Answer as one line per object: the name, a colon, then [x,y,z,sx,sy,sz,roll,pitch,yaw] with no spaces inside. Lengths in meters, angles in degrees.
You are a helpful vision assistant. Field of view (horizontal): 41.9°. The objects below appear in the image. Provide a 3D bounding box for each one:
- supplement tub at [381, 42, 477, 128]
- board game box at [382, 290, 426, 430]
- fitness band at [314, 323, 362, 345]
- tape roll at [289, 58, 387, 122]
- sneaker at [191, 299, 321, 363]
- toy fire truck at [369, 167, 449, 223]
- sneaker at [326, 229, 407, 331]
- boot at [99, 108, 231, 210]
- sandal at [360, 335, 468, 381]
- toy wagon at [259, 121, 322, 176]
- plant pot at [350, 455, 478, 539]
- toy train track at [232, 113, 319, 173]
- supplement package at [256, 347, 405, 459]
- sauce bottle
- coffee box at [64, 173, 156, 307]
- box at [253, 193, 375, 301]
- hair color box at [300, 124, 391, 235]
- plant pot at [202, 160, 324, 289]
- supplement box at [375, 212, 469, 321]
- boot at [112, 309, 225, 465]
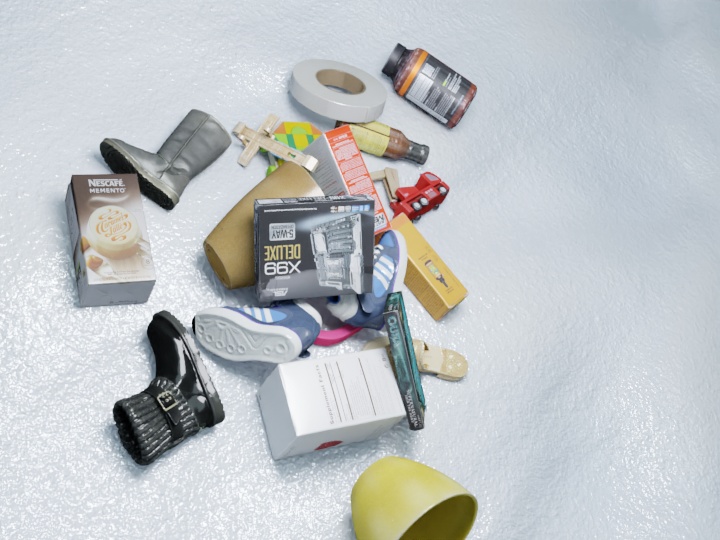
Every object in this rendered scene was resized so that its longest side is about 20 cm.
supplement tub: [0.143,-0.398,1.998,0.198,0.107,0.108,33,52,-4]
board game box: [0.075,0.148,1.569,0.028,0.135,0.204,-12,101,7]
fitness band: [-0.046,0.050,1.676,0.198,0.038,0.145,-30,77,-35]
tape roll: [-0.044,-0.361,1.880,0.198,0.038,0.204,13,33,-8]
sneaker: [-0.162,0.087,1.561,0.196,0.082,0.146,10,24,18]
toy fire truck: [0.071,-0.158,1.849,0.141,0.049,0.199,44,46,15]
sneaker: [0.000,0.000,1.655,0.144,0.080,0.204,19,62,-23]
boot: [-0.343,-0.225,1.676,0.181,0.072,0.202,40,57,-16]
sandal: [0.107,0.145,1.671,0.207,0.070,0.079,11,57,-20]
toy wagon: [-0.105,-0.194,1.793,0.152,0.040,0.204,-2,62,-27]
plant pot: [0.063,0.373,1.455,0.197,0.203,0.142,-19,45,-33]
toy train track: [-0.162,-0.233,1.736,0.198,0.033,0.116,28,78,26]
supplement package: [-0.049,0.214,1.519,0.196,0.121,0.122,-6,66,-28]
sauce bottle: [0.043,-0.261,1.892,0.196,0.066,0.067,20,54,-15]
coffee box: [-0.409,-0.051,1.531,0.112,0.080,0.203,-4,63,-28]
box: [-0.076,-0.039,1.535,0.195,0.161,0.050,-3,17,-16]
hair color box: [-0.027,-0.150,1.724,0.063,0.110,0.204,-22,90,-29]
plant pot: [-0.164,-0.057,1.613,0.198,0.187,0.188,-31,76,-19]
supplement box: [0.111,-0.006,1.770,0.066,0.069,0.201,-32,76,-36]
boot: [-0.315,0.175,1.440,0.156,0.080,0.213,-21,72,-34]
